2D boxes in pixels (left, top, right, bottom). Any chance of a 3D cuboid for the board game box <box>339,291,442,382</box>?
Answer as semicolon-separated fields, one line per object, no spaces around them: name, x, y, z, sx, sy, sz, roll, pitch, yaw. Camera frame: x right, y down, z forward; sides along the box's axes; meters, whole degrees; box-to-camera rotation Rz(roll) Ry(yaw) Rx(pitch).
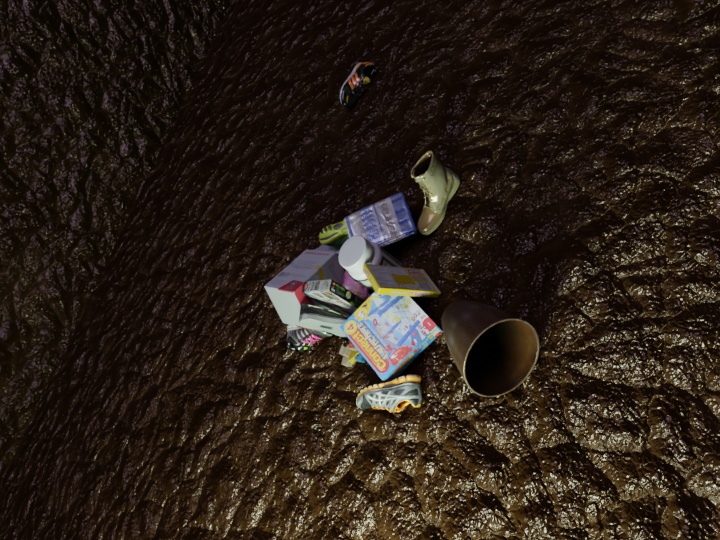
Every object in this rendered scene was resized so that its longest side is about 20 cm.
board game box;0.077;0.154;1.426;0.196;0.056;0.200;-45;58;2

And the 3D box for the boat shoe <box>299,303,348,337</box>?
boat shoe;-0.077;0.136;1.529;0.071;0.198;0.064;-46;36;46

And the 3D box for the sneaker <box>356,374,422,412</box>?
sneaker;0.070;0.324;1.369;0.199;0.078;0.078;-27;63;33

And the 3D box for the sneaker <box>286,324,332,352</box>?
sneaker;-0.157;0.205;1.649;0.198;0.073;0.089;-10;62;41

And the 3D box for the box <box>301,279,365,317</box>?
box;-0.060;0.084;1.537;0.109;0.199;0.035;-4;62;40

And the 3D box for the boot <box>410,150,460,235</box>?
boot;0.188;-0.216;1.524;0.073;0.155;0.202;28;88;46

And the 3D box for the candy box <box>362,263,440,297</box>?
candy box;0.109;0.028;1.425;0.102;0.198;0.027;56;131;46

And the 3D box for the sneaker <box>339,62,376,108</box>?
sneaker;-0.008;-0.710;2.064;0.090;0.070;0.202;14;73;49

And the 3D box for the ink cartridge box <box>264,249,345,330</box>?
ink cartridge box;-0.153;0.052;1.630;0.144;0.146;0.200;7;41;44

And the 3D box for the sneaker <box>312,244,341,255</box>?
sneaker;-0.129;-0.061;1.792;0.198;0.075;0.117;-12;53;25

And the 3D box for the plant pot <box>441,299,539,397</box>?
plant pot;0.269;0.151;1.234;0.188;0.186;0.200;-51;28;5

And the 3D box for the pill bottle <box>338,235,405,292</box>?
pill bottle;0.035;-0.010;1.506;0.113;0.199;0.115;-22;52;31

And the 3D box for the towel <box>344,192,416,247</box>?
towel;0.055;-0.131;1.585;0.198;0.024;0.148;-23;63;10

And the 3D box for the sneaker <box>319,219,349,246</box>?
sneaker;-0.031;-0.121;1.683;0.198;0.083;0.075;-11;72;22

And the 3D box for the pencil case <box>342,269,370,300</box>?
pencil case;0.000;0.000;1.621;0.083;0.086;0.202;-27;47;59

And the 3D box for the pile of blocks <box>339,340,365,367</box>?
pile of blocks;0.013;0.198;1.503;0.200;0.062;0.082;-47;43;11
